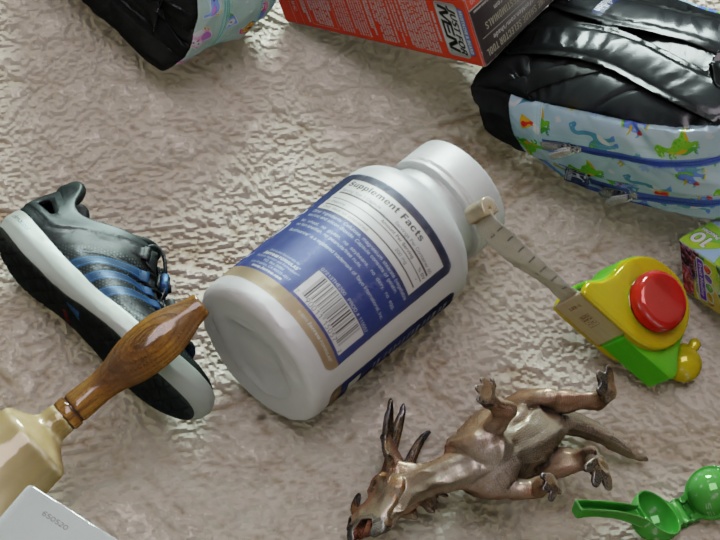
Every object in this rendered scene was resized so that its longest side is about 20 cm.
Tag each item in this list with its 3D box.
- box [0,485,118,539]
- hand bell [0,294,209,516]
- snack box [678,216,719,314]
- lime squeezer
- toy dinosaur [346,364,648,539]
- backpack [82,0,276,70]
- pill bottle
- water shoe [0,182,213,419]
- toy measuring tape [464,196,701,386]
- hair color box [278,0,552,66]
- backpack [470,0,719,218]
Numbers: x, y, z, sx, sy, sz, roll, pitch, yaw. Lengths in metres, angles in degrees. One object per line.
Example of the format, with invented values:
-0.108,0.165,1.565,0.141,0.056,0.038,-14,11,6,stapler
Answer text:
-0.172,0.271,1.367,0.200,0.131,0.199,31,59,14,box
-0.175,0.084,1.472,0.200,0.104,0.104,-40,66,-5,hand bell
0.341,-0.017,1.629,0.200,0.053,0.142,-28,38,-21,snack box
0.214,0.138,1.532,0.200,0.071,0.038,-16,41,-23,lime squeezer
0.087,0.112,1.534,0.200,0.135,0.086,-9,85,-38,toy dinosaur
-0.150,-0.248,1.709,0.127,0.167,0.200,-31,70,-29,backpack
0.000,0.000,1.578,0.111,0.111,0.200,40,62,20,pill bottle
-0.154,0.013,1.567,0.079,0.072,0.200,-40,67,-22,water shoe
0.159,0.002,1.591,0.200,0.074,0.074,41,57,-13,toy measuring tape
0.041,-0.218,1.708,0.200,0.064,0.111,18,51,40,hair color box
0.208,-0.120,1.656,0.200,0.154,0.163,4,39,44,backpack
